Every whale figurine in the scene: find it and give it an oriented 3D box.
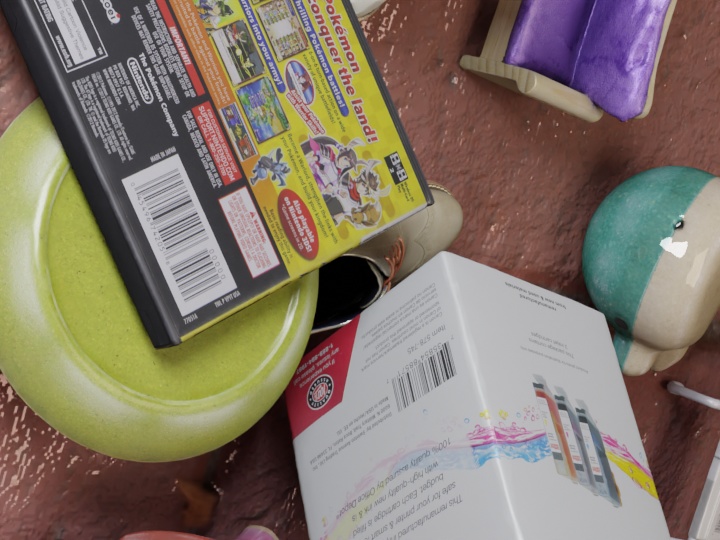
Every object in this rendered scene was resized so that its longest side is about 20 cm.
[{"bbox_3d":[0.214,0.001,1.213,0.160,0.103,0.200,-57,162,-14],"label":"whale figurine"}]

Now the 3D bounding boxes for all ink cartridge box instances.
[{"bbox_3d":[0.065,0.124,0.922,0.144,0.145,0.202,21,45,-40],"label":"ink cartridge box"}]

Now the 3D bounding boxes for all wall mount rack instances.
[{"bbox_3d":[0.295,0.166,1.372,0.173,0.074,0.202,17,93,-46],"label":"wall mount rack"}]

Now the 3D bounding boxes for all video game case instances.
[{"bbox_3d":[-0.069,-0.089,0.839,0.180,0.025,0.202,-29,98,-35],"label":"video game case"}]

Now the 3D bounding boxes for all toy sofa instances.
[{"bbox_3d":[0.147,-0.198,1.041,0.082,0.097,0.202,15,95,-49],"label":"toy sofa"}]

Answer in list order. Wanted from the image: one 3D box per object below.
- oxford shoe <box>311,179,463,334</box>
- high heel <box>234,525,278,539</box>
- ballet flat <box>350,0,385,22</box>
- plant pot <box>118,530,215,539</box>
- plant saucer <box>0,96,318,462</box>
[{"bbox_3d":[0.000,0.000,0.977,0.199,0.073,0.072,-26,123,-39],"label":"oxford shoe"},{"bbox_3d":[-0.068,0.259,0.994,0.096,0.067,0.202,-36,128,-60],"label":"high heel"},{"bbox_3d":[0.013,-0.198,0.918,0.068,0.067,0.202,36,79,-48],"label":"ballet flat"},{"bbox_3d":[-0.109,0.254,0.851,0.196,0.198,0.202,-70,150,-47],"label":"plant pot"},{"bbox_3d":[-0.097,-0.006,0.840,0.198,0.031,0.203,5,81,-33],"label":"plant saucer"}]
